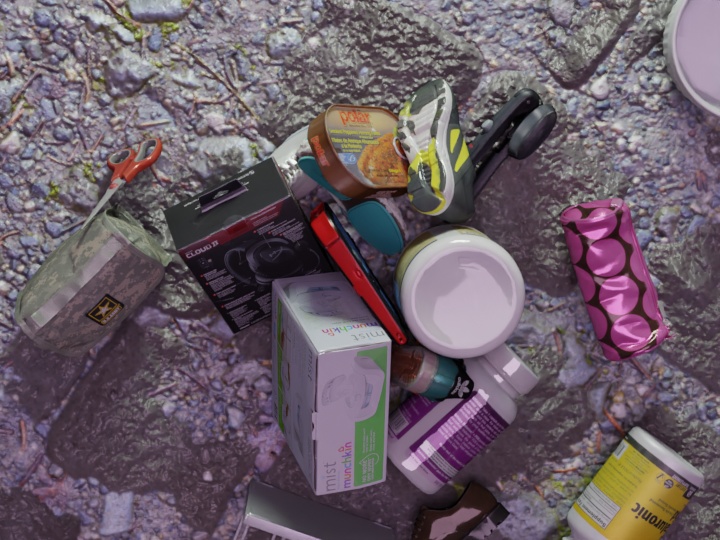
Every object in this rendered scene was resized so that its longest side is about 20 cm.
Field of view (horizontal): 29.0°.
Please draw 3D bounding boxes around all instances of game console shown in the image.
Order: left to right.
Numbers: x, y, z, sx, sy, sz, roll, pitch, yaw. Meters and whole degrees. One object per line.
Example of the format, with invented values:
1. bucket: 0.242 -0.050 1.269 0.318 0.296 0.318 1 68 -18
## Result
1. game console: 0.000 0.000 1.665 0.031 0.200 0.177 -37 97 3

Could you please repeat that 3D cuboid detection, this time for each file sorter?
1. file sorter: -0.066 0.368 1.742 0.200 0.139 0.125 20 98 -5

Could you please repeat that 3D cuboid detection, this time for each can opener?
1. can opener: 0.157 -0.143 1.726 0.063 0.079 0.200 42 103 -15

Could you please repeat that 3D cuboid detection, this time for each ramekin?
1. ramekin: 0.464 -0.279 1.698 0.200 0.105 0.200 0 97 -3

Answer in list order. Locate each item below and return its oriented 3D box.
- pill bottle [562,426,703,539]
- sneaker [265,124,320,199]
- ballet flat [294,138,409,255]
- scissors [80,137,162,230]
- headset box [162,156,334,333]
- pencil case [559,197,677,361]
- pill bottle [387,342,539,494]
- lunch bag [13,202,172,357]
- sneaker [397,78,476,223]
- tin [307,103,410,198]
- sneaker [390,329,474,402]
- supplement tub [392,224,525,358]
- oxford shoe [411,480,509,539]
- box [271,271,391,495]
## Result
1. pill bottle: 0.332 0.307 1.763 0.111 0.111 0.200 36 95 -6
2. sneaker: -0.097 -0.108 1.713 0.200 0.071 0.073 -42 97 3
3. ballet flat: 0.000 -0.103 1.704 0.072 0.072 0.200 -41 123 3
4. scissors: -0.282 -0.106 1.651 0.073 0.200 0.014 -13 118 11
5. headset box: -0.132 -0.033 1.663 0.149 0.077 0.200 -27 139 1
6. pencil case: 0.320 0.007 1.738 0.094 0.091 0.200 -15 102 35
7. pill bottle: 0.123 0.175 1.737 0.200 0.112 0.112 -43 97 3
8. lunch bag: -0.320 0.014 1.655 0.164 0.200 0.118 -43 96 2
9. sneaker: 0.097 -0.140 1.696 0.074 0.200 0.085 -20 144 33
10. tin: 0.008 -0.141 1.658 0.042 0.200 0.112 -26 79 31
11. sneaker: 0.079 0.122 1.688 0.080 0.200 0.071 24 93 -14
12. supplement tub: 0.114 0.020 1.673 0.144 0.200 0.145 0 97 -2
13. oxford shoe: 0.090 0.346 1.785 0.200 0.073 0.084 -42 86 -3
14. box: -0.040 0.131 1.655 0.097 0.176 0.200 -9 119 -19
